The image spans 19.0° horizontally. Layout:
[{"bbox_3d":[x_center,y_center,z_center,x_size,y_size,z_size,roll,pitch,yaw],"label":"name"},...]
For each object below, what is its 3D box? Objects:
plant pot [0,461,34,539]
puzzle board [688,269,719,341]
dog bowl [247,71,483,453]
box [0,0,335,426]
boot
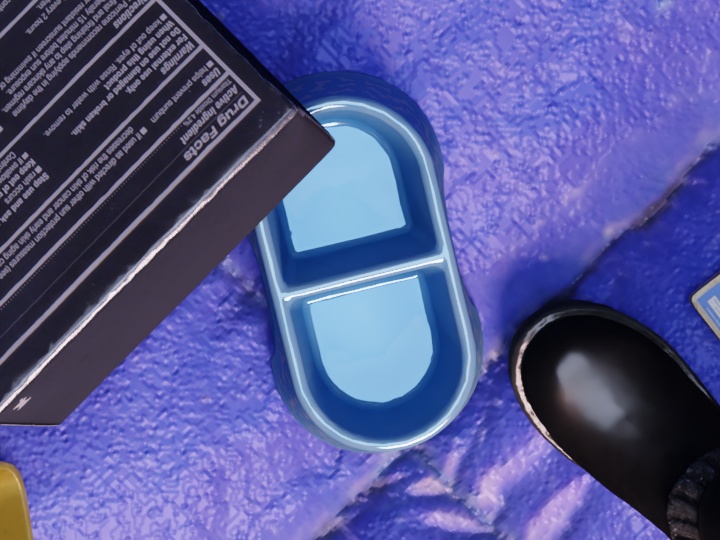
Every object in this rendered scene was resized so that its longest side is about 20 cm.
[{"bbox_3d":[-0.264,0.200,1.001,0.176,0.200,0.200,-15,76,14],"label":"plant pot"},{"bbox_3d":[0.288,0.043,1.125,0.151,0.017,0.200,-39,98,2],"label":"puzzle board"},{"bbox_3d":[0.000,0.000,1.080,0.111,0.050,0.200,-14,99,-3],"label":"dog bowl"},{"bbox_3d":[-0.154,-0.063,1.001,0.200,0.123,0.198,-45,80,3],"label":"box"},{"bbox_3d":[0.168,0.102,1.051,0.211,0.158,0.079,41,93,-8],"label":"boot"}]
